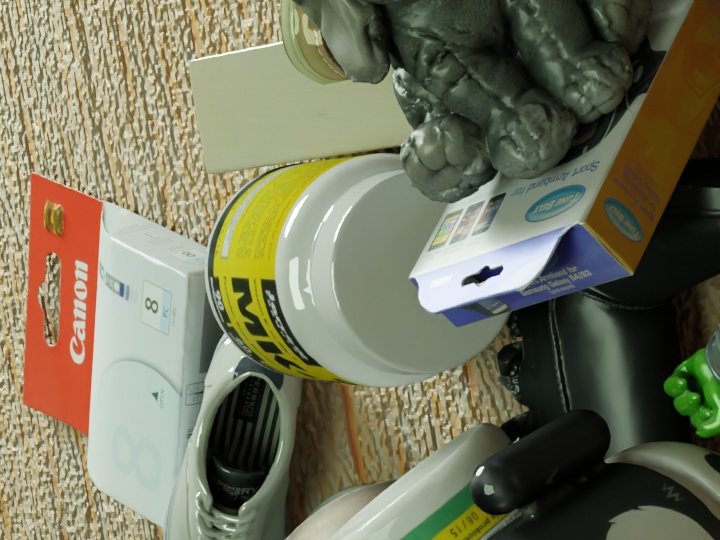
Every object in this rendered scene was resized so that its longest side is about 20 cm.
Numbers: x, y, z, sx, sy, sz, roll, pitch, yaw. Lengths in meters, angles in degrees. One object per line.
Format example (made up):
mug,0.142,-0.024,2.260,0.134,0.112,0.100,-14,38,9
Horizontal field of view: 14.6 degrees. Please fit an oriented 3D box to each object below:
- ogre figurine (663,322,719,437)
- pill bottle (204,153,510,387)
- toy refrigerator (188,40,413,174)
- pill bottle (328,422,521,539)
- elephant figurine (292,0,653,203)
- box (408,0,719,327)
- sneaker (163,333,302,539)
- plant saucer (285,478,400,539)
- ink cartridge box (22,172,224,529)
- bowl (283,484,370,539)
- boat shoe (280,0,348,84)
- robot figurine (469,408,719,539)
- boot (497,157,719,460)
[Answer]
ogre figurine,0.234,0.065,1.197,0.200,0.098,0.120,49,137,34
pill bottle,0.000,0.000,1.389,0.200,0.114,0.115,179,80,-72
toy refrigerator,0.003,-0.097,1.439,0.199,0.076,0.070,-7,95,50
pill bottle,0.080,0.183,1.345,0.200,0.113,0.113,53,137,0
elephant figurine,0.025,-0.142,1.225,0.200,0.142,0.155,46,142,-20
box,0.099,-0.053,1.263,0.041,0.201,0.119,42,146,-23
sneaker,-0.076,0.126,1.574,0.073,0.071,0.201,9,111,5
plant saucer,0.032,0.208,1.433,0.199,0.032,0.202,1,95,13
ink cartridge box,-0.154,0.045,1.677,0.199,0.047,0.161,23,117,41
bowl,-0.007,0.223,1.523,0.200,0.090,0.202,15,110,46
boat shoe,0.028,-0.179,1.331,0.066,0.074,0.201,17,79,48
robot figurine,0.106,0.156,1.224,0.125,0.200,0.151,30,134,33
boot,0.135,0.030,1.322,0.198,0.073,0.164,5,101,56
